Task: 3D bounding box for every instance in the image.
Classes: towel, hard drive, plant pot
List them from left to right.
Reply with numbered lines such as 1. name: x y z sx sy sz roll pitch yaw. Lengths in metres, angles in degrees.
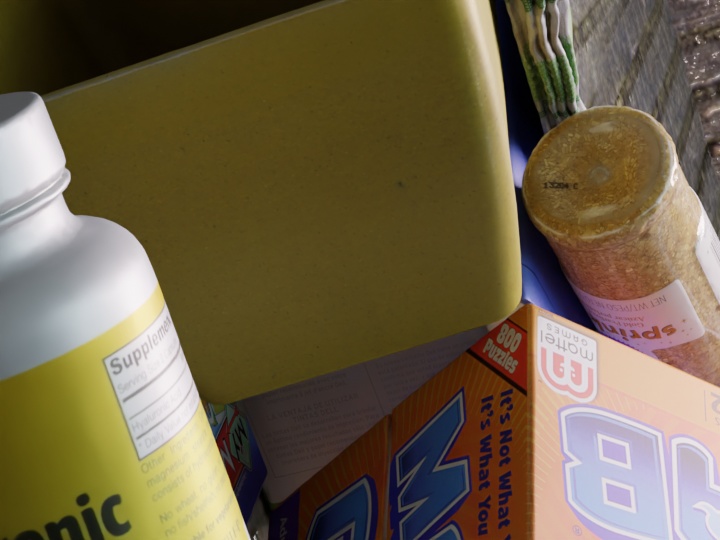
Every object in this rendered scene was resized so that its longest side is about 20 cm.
1. plant pot: -0.031 -0.068 1.043 0.201 0.199 0.177 -91 161 -54
2. hard drive: 0.076 -0.025 1.187 0.132 0.025 0.201 58 21 -47
3. towel: 0.078 -0.130 1.144 0.200 0.030 0.150 65 15 -61

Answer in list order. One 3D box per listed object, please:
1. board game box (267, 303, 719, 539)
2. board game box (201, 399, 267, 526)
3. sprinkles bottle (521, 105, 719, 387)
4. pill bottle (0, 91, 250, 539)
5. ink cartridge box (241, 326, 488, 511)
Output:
1. board game box: 0.090 0.174 1.112 0.199 0.200 0.201 23 48 -25
2. board game box: -0.088 0.071 1.060 0.200 0.029 0.135 -70 142 -65
3. sprinkles bottle: 0.131 0.010 1.166 0.200 0.068 0.069 55 25 -51
4. pill bottle: -0.106 0.051 0.853 0.111 0.111 0.201 -61 133 -69
5. ink cartridge box: 0.000 0.000 1.219 0.076 0.147 0.201 -76 148 -61
